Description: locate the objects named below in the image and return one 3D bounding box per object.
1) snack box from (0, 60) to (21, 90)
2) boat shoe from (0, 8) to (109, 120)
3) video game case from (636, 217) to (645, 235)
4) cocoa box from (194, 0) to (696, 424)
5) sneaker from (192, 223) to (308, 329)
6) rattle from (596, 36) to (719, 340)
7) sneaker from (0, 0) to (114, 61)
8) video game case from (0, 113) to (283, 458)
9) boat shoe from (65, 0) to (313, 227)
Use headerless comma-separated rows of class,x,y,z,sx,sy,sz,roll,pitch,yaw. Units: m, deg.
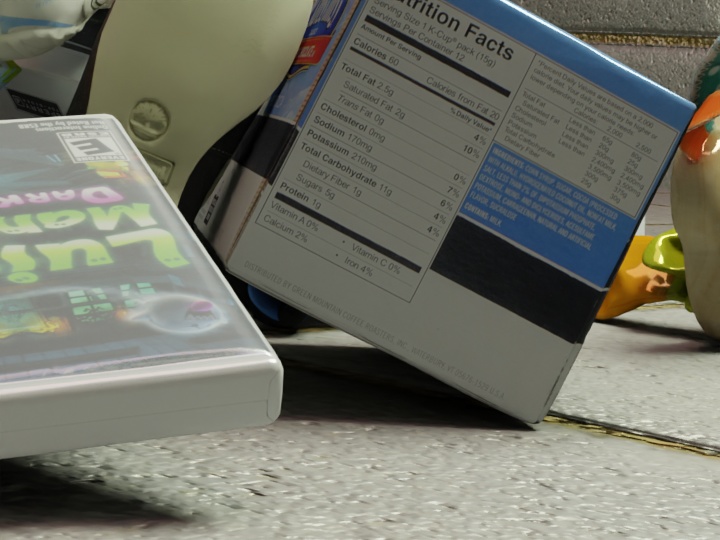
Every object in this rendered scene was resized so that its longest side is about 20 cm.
snack box,-0.227,-0.120,0.685,0.169,0.068,0.200,49,4,-3
boat shoe,-0.141,-0.105,0.826,0.199,0.072,0.068,21,58,37
video game case,0.041,-0.023,1.098,0.180,0.046,0.200,3,-3,-29
cocoa box,0.024,-0.040,0.722,0.133,0.132,0.200,27,2,-10
sneaker,0.000,0.000,0.890,0.199,0.073,0.112,27,40,-11
rattle,0.146,-0.047,0.917,0.142,0.131,0.200,22,-8,33
sneaker,-0.121,-0.140,0.743,0.071,0.073,0.200,8,20,5
video game case,-0.143,0.002,0.513,0.199,0.024,0.182,-5,28,-21
boat shoe,-0.078,-0.055,0.700,0.071,0.201,0.063,25,-8,-8
